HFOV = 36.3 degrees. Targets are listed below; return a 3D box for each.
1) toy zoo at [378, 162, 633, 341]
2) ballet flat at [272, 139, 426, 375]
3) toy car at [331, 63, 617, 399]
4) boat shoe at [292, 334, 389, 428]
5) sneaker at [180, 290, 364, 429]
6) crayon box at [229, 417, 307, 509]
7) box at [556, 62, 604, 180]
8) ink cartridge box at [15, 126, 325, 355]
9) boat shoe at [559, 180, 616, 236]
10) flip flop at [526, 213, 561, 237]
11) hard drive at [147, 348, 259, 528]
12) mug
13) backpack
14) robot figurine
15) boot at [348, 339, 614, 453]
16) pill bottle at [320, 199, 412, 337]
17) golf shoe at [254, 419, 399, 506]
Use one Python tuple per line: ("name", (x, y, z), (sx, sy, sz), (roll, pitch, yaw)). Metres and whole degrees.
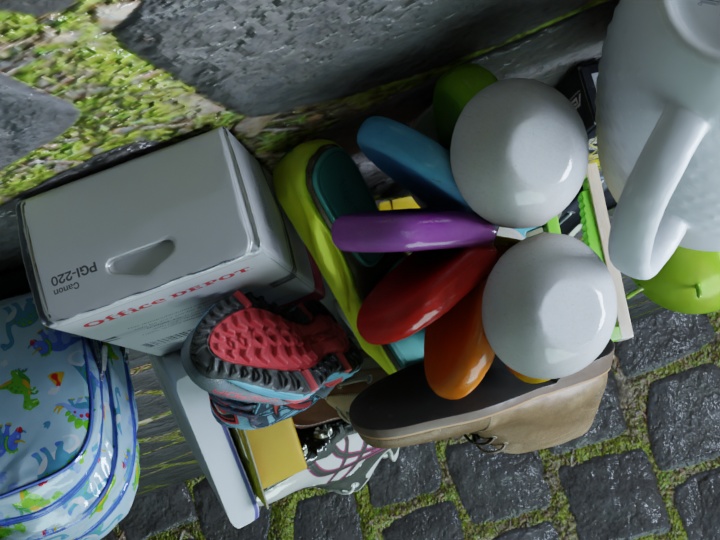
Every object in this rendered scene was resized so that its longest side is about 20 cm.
("toy zoo", (0.090, 0.003, 0.804), (0.196, 0.134, 0.020), (-10, 171, -2))
("ballet flat", (0.000, 0.000, 0.753), (0.066, 0.202, 0.067), (-3, -145, 47))
("toy car", (0.057, -0.019, 0.675), (0.147, 0.204, 0.175), (-14, -172, -11))
("boat shoe", (0.006, 0.093, 0.866), (0.075, 0.073, 0.198), (22, 142, -39))
("sneaker", (-0.066, 0.076, 0.732), (0.096, 0.080, 0.199), (-45, 162, 13))
("crayon box", (-0.101, 0.092, 0.897), (0.050, 0.129, 0.200), (-21, -158, -15))
("box", (0.222, -0.118, 0.835), (0.196, 0.050, 0.161), (-13, 170, -18))
("ink cartridge box", (-0.117, -0.010, 0.735), (0.143, 0.086, 0.200), (-19, 170, 6))
("boat shoe", (0.181, -0.069, 0.999), (0.062, 0.074, 0.199), (26, 145, -28))
("flip flop", (0.111, 0.030, 0.882), (0.080, 0.057, 0.202), (-6, 129, -52))
("hard drive", (-0.140, 0.108, 0.901), (0.025, 0.134, 0.200), (-24, -158, -14))
("mug", (0.191, -0.087, 0.603), (0.202, 0.146, 0.176), (-59, 160, -10))
("backpack", (-0.233, 0.100, 0.773), (0.160, 0.204, 0.154), (-15, 167, -9))
("robot figurine", (0.307, -0.046, 0.972), (0.174, 0.116, 0.201), (-8, -142, 53))
("boot", (0.084, 0.098, 0.736), (0.196, 0.077, 0.074), (-11, -151, -24))
("pill bottle", (-0.011, 0.020, 0.942), (0.114, 0.118, 0.200), (-12, 167, -24))
("golf shoe", (-0.030, 0.166, 0.962), (0.198, 0.090, 0.076), (-27, -157, -38))
